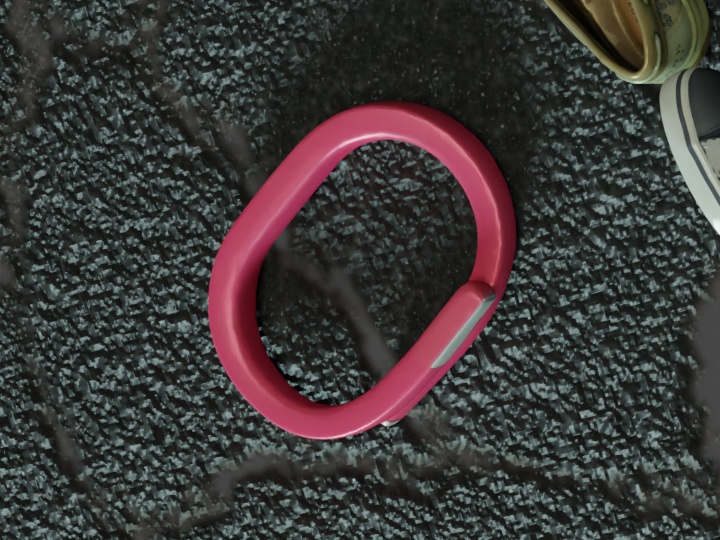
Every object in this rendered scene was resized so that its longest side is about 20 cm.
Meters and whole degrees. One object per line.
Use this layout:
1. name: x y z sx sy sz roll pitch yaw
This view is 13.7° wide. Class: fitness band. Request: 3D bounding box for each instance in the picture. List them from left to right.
1. fitness band: 0.000 0.000 1.642 0.144 0.037 0.200 48 116 16

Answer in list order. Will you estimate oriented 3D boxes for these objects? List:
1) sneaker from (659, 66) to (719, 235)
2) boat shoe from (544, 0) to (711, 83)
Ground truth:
1. sneaker: 0.228 -0.024 1.491 0.079 0.078 0.201 -29 96 33
2. boat shoe: 0.104 -0.181 1.536 0.073 0.063 0.200 -45 77 27
